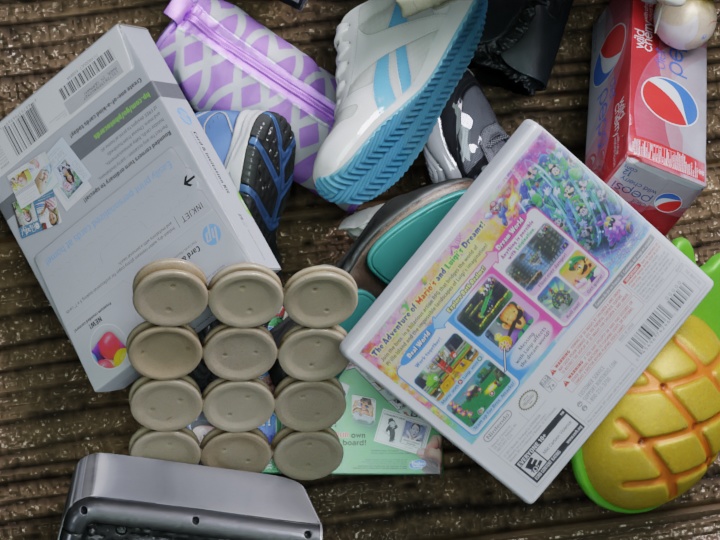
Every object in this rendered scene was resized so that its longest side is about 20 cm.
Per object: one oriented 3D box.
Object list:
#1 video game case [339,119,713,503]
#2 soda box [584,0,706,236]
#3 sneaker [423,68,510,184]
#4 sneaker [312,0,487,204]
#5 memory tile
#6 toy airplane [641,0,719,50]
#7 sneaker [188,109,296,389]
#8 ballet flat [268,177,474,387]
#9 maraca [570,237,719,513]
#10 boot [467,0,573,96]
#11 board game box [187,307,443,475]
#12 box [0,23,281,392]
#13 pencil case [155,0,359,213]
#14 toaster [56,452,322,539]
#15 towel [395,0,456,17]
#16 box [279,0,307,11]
[{"bbox_3d":[0.114,0.030,1.597,0.182,0.024,0.200,39,91,-22],"label":"video game case"},{"bbox_3d":[0.201,-0.118,1.674,0.063,0.070,0.200,22,45,-14],"label":"soda box"},{"bbox_3d":[0.120,-0.057,1.682,0.075,0.114,0.201,-22,97,-53],"label":"sneaker"},{"bbox_3d":[0.013,-0.128,1.630,0.081,0.077,0.200,23,59,16],"label":"sneaker"},{"bbox_3d":[-0.082,0.070,1.605,0.153,0.200,0.017,0,43,-7],"label":"memory tile"},{"bbox_3d":[0.219,-0.225,1.647,0.199,0.199,0.142,1,104,-19],"label":"toy airplane"},{"bbox_3d":[-0.101,-0.017,1.656,0.077,0.076,0.201,14,94,29],"label":"sneaker"},{"bbox_3d":[0.000,0.000,1.658,0.200,0.068,0.068,-46,137,-2],"label":"ballet flat"},{"bbox_3d":[0.213,0.077,1.690,0.137,0.107,0.200,16,94,-38],"label":"maraca"},{"bbox_3d":[0.077,-0.236,1.714,0.200,0.076,0.168,29,79,-11],"label":"boot"},{"bbox_3d":[-0.040,0.079,1.699,0.199,0.029,0.135,2,85,-8],"label":"board game box"},{"bbox_3d":[-0.164,-0.043,1.623,0.156,0.041,0.200,-37,73,24],"label":"box"},{"bbox_3d":[-0.058,-0.120,1.683,0.200,0.085,0.084,32,80,-4],"label":"pencil case"},{"bbox_3d":[-0.132,0.231,1.607,0.199,0.119,0.181,7,103,-7],"label":"toaster"},{"bbox_3d":[0.115,-0.252,1.584,0.200,0.193,0.035,-17,130,17],"label":"towel"},{"bbox_3d":[-0.096,-0.290,1.669,0.200,0.050,0.158,26,58,0],"label":"box"}]
